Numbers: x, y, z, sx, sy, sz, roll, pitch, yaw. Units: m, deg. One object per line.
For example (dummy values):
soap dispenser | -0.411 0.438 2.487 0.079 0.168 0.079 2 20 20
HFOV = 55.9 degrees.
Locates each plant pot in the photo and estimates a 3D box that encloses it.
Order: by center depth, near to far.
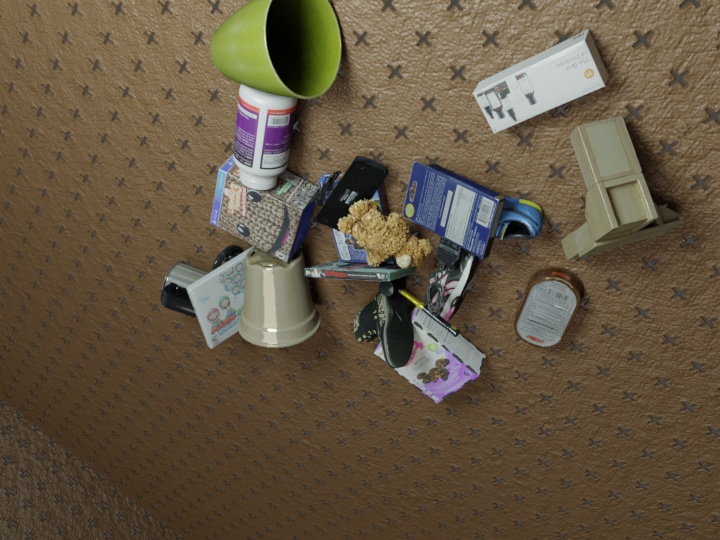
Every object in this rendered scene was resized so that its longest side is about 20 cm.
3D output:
plant pot | -0.166 -0.393 1.196 0.198 0.187 0.189 7 132 39
plant pot | -0.193 0.044 1.570 0.197 0.201 0.186 10 120 20

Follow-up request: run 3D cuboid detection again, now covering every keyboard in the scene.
keyboard | -0.031 -0.164 1.363 0.103 0.040 0.200 21 135 -20

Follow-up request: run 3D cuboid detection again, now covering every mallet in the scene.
mallet | 0.122 0.077 1.434 0.200 0.065 0.042 42 123 26

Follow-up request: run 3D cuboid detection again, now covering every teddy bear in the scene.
teddy bear | 0.047 -0.064 1.371 0.144 0.067 0.200 -31 116 28

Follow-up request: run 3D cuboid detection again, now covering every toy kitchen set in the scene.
toy kitchen set | 0.437 -0.139 1.162 0.160 0.183 0.200 -13 168 -7

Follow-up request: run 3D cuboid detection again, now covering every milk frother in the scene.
milk frother | -0.386 0.017 1.690 0.185 0.180 0.203 18 91 13

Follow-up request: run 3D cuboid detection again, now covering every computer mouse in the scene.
computer mouse | 0.174 -0.002 1.360 0.058 0.034 0.203 32 118 40

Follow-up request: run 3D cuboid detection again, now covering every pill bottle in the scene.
pill bottle | -0.189 -0.265 1.327 0.111 0.113 0.202 22 126 9

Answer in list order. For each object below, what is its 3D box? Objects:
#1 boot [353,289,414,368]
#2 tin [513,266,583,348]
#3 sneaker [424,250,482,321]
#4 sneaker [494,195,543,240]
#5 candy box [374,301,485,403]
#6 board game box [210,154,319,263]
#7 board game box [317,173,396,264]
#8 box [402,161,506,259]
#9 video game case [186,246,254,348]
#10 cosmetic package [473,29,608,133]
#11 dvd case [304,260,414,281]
boot | 0.048 0.142 1.518 0.072 0.207 0.154 12 147 -26
tin | 0.380 0.080 1.386 0.111 0.042 0.202 23 134 15
sneaker | 0.183 0.019 1.413 0.086 0.080 0.202 32 130 14
sneaker | 0.242 -0.101 1.279 0.197 0.079 0.067 12 134 21
candy box | 0.158 0.194 1.573 0.199 0.072 0.168 39 134 -7
board game box | -0.208 -0.140 1.468 0.198 0.097 0.161 27 135 5
board game box | -0.003 -0.107 1.431 0.133 0.035 0.202 4 128 25
box | 0.172 -0.120 1.282 0.199 0.032 0.123 31 125 31
video game case | -0.305 0.064 1.629 0.024 0.199 0.184 28 141 40
cosmetic package | 0.289 -0.302 1.103 0.198 0.051 0.083 -19 118 38
dvd case | 0.000 0.000 1.452 0.197 0.145 0.022 2 98 27
